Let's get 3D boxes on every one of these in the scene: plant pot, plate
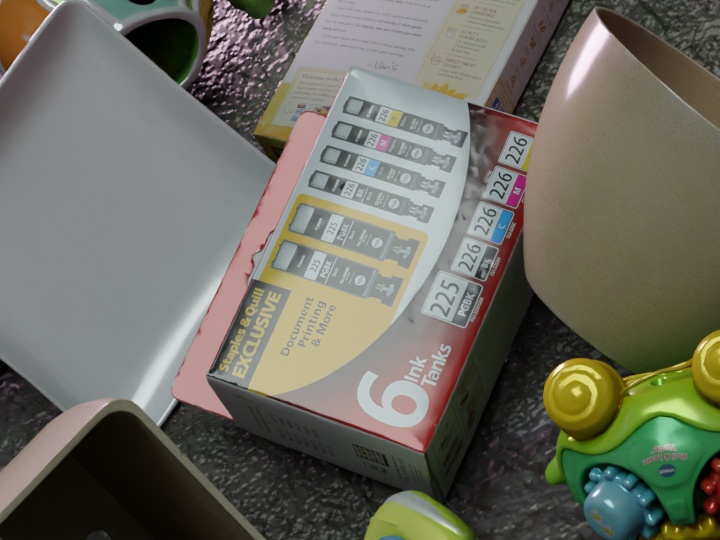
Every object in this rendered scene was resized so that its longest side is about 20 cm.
[{"bbox_3d":[0.162,-0.023,1.269,0.135,0.200,0.200,-53,47,15],"label":"plant pot"},{"bbox_3d":[-0.157,-0.024,1.442,0.200,0.199,0.032,-54,12,-16],"label":"plate"},{"bbox_3d":[-0.145,0.186,1.244,0.200,0.200,0.177,-46,18,-9],"label":"plant pot"}]

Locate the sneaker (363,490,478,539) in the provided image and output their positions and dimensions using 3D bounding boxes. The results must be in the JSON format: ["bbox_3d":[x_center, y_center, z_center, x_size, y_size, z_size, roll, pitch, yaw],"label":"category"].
[{"bbox_3d":[0.060,0.197,1.231,0.105,0.076,0.200,-55,43,-1],"label":"sneaker"}]

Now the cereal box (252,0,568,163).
[{"bbox_3d":[0.040,-0.141,1.496,0.143,0.040,0.201,14,64,32],"label":"cereal box"}]

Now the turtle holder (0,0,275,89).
[{"bbox_3d":[-0.149,-0.161,1.559,0.132,0.185,0.141,41,113,41],"label":"turtle holder"}]

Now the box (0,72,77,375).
[{"bbox_3d":[-0.260,-0.022,1.521,0.148,0.104,0.200,28,73,39],"label":"box"}]

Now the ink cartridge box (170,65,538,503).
[{"bbox_3d":[0.000,0.000,1.348,0.175,0.084,0.201,18,70,17],"label":"ink cartridge box"}]

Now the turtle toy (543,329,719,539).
[{"bbox_3d":[0.186,0.092,1.202,0.199,0.146,0.102,-11,74,20],"label":"turtle toy"}]
